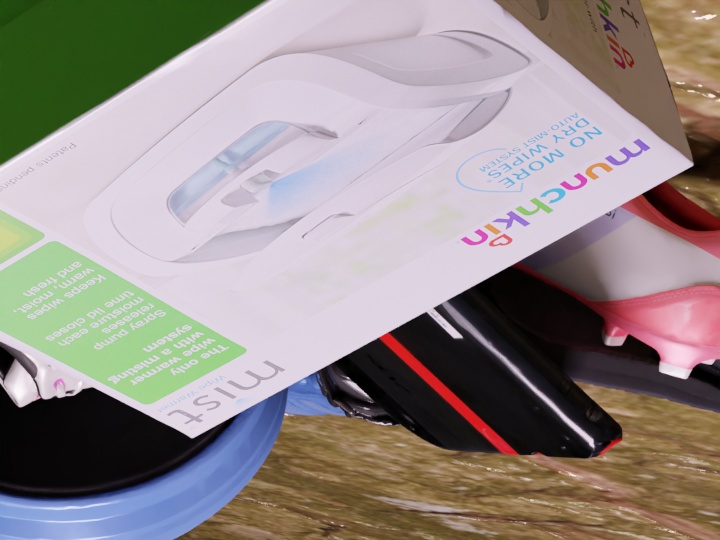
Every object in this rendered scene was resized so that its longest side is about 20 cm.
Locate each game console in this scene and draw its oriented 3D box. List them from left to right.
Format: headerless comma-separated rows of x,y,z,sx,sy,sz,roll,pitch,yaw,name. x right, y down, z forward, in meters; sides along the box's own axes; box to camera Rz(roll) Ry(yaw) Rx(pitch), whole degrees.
0.000,0.000,1.132,0.200,0.031,0.177,43,164,-14,game console

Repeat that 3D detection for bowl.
-0.133,0.040,1.325,0.201,0.201,0.039,13,141,9,bowl

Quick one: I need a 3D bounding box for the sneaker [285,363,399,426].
-0.020,0.034,1.390,0.200,0.077,0.111,9,170,9,sneaker

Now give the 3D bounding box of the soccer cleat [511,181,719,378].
0.068,-0.031,1.125,0.200,0.077,0.067,28,-162,18,soccer cleat

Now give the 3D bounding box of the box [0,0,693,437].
-0.033,-0.055,0.887,0.200,0.097,0.176,-29,145,21,box

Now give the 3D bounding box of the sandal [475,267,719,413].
0.141,0.020,1.186,0.200,0.048,0.075,7,-144,-31,sandal

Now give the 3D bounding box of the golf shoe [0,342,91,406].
-0.121,0.017,1.246,0.200,0.092,0.073,21,180,-33,golf shoe
